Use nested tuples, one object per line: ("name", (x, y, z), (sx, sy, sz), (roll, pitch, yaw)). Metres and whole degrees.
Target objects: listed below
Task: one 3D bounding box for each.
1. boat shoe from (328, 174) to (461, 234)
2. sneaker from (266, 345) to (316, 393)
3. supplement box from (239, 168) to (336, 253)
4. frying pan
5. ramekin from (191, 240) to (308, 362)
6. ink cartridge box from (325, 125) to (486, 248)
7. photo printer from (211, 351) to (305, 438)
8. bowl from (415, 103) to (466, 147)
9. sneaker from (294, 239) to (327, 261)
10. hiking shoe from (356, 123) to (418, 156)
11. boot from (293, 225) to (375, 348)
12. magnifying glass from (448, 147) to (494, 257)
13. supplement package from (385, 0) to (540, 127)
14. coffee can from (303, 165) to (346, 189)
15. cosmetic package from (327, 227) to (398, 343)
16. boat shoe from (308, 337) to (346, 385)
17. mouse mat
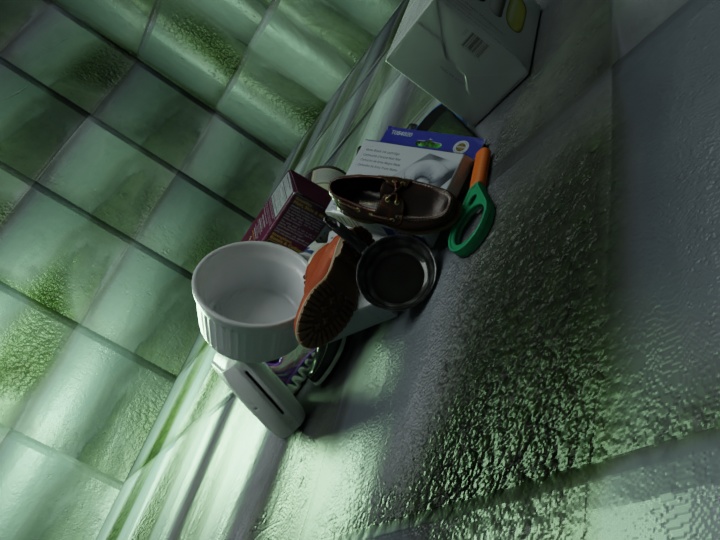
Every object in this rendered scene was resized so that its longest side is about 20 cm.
("boat shoe", (0.042, -0.098, 0.926), (0.197, 0.070, 0.071), (6, 67, 32))
("sneaker", (-0.108, 0.125, 1.194), (0.201, 0.088, 0.081), (-56, 14, 5))
("supplement box", (-0.132, -0.067, 1.250), (0.201, 0.130, 0.104), (-51, 31, 20))
("frying pan", (0.017, -0.004, 0.927), (0.031, 0.187, 0.116), (64, -136, -63))
("ramekin", (-0.170, 0.053, 1.054), (0.202, 0.197, 0.099), (-78, -1, -51))
("ink cartridge box", (0.068, -0.147, 1.013), (0.198, 0.041, 0.202), (16, 70, 37))
("photo printer", (-0.176, 0.202, 1.120), (0.069, 0.167, 0.200), (-42, 11, -16))
("bowl", (0.121, -0.225, 1.221), (0.201, 0.039, 0.201), (-52, 17, 23))
("sneaker", (-0.096, 0.012, 1.190), (0.115, 0.081, 0.199), (-41, -3, -46))
("hiking shoe", (0.043, -0.235, 1.367), (0.201, 0.100, 0.076), (-50, 18, 28))
("boot", (-0.055, 0.030, 0.985), (0.107, 0.075, 0.202), (-12, 44, 51))
("magnifying glass", (0.160, -0.099, 0.904), (0.080, 0.022, 0.202), (-43, 24, 46))
("supplement package", (0.175, -0.394, 1.084), (0.147, 0.190, 0.202), (-39, 25, 48))
("coffee can", (-0.080, -0.136, 1.484), (0.147, 0.145, 0.201), (-52, 17, 22))
("cosmetic package", (0.000, 0.000, 1.044), (0.150, 0.051, 0.202), (-23, 44, 37))
("boat shoe", (-0.050, 0.095, 1.116), (0.075, 0.060, 0.202), (-31, 31, 60))
("mouse mat", (0.121, -0.179, 1.087), (0.161, 0.007, 0.201), (-47, 31, 15))
